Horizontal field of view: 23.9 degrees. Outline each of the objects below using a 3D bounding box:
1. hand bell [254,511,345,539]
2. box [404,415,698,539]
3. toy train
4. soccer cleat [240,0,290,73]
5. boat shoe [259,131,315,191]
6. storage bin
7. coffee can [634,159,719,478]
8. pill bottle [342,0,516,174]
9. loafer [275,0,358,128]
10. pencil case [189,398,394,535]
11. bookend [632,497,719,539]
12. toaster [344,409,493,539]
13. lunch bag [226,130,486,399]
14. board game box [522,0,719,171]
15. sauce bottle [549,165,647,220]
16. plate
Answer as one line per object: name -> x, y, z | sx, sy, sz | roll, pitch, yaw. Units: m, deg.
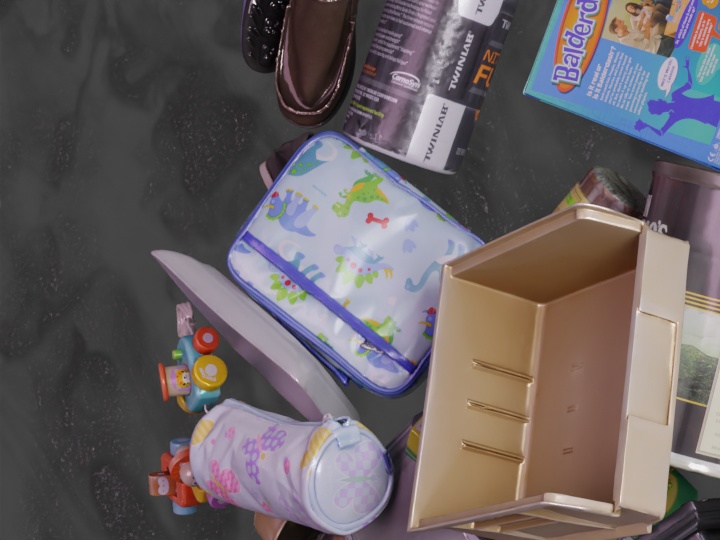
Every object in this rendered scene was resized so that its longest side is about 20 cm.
hand bell -> -0.091, 0.199, 1.512 | 0.199, 0.103, 0.105 | 30, 103, 47
box -> 0.146, 0.151, 1.287 | 0.199, 0.049, 0.117 | 37, 63, 16
toy train -> -0.163, 0.137, 1.519 | 0.150, 0.055, 0.203 | -150, 57, -62
soccer cleat -> -0.077, -0.282, 1.556 | 0.073, 0.067, 0.203 | 21, 104, 61
boat shoe -> -0.021, -0.033, 1.478 | 0.057, 0.067, 0.201 | -39, 67, 19
storage bin -> 0.129, 0.080, 1.166 | 0.198, 0.093, 0.202 | -27, 50, 61
coffee can -> 0.257, 0.036, 1.216 | 0.145, 0.146, 0.202 | 16, 95, 36
pill bottle -> 0.065, -0.190, 1.405 | 0.106, 0.106, 0.202 | 25, 100, 35
loafer -> -0.038, -0.227, 1.495 | 0.072, 0.071, 0.203 | 10, 91, 11
pencil case -> -0.060, 0.156, 1.371 | 0.199, 0.083, 0.092 | 1, 115, 55
bookend -> 0.279, 0.259, 1.145 | 0.092, 0.199, 0.200 | -40, 63, 27
toaster -> 0.066, 0.203, 1.364 | 0.129, 0.113, 0.201 | -44, 62, 27
lunch bag -> 0.000, 0.000, 1.398 | 0.199, 0.082, 0.161 | 39, 87, 9
board game box -> 0.238, -0.174, 1.313 | 0.199, 0.045, 0.154 | 27, 101, 35
sauce bottle -> 0.147, 0.009, 1.350 | 0.201, 0.064, 0.065 | -51, 59, 19
plate -> -0.073, 0.071, 1.445 | 0.032, 0.200, 0.200 | -45, 57, -9
